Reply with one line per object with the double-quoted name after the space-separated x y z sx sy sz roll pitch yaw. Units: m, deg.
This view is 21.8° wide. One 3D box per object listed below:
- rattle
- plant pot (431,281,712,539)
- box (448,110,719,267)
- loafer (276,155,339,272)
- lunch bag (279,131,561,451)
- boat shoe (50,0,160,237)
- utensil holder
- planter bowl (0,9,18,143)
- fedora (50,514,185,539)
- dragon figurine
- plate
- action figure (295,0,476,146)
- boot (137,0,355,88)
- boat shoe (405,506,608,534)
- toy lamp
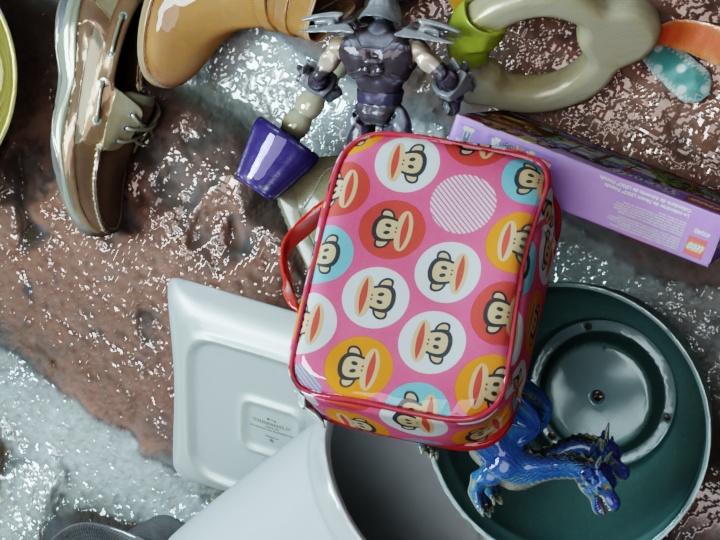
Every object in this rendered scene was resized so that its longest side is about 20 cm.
0.161 -0.193 1.365 0.200 0.143 0.130 -9 126 5 "rattle"
0.162 0.099 1.343 0.200 0.134 0.200 3 98 19 "plant pot"
0.170 -0.062 1.320 0.200 0.137 0.039 23 103 15 "box"
0.000 0.000 1.419 0.067 0.076 0.200 -27 87 26 "loafer"
0.030 0.010 1.224 0.176 0.082 0.200 10 71 16 "lunch bag"
-0.199 -0.125 1.477 0.072 0.076 0.200 2 98 17 "boat shoe"
-0.028 0.207 1.351 0.200 0.170 0.170 -38 83 32 "utensil holder"
-0.347 -0.160 1.518 0.200 0.083 0.200 2 97 20 "planter bowl"
-0.149 0.264 1.480 0.200 0.090 0.177 49 135 5 "fedora"
0.093 0.097 1.264 0.099 0.059 0.200 -45 82 18 "dragon figurine"
-0.063 0.115 1.434 0.200 0.032 0.200 15 128 17 "plate"
0.013 -0.109 1.327 0.130 0.069 0.200 8 103 26 "action figure"
-0.078 -0.199 1.394 0.155 0.074 0.200 40 106 40 "boot"
0.126 0.210 1.407 0.200 0.072 0.076 6 114 20 "boat shoe"
-0.024 -0.143 1.397 0.058 0.058 0.200 34 93 13 "toy lamp"
